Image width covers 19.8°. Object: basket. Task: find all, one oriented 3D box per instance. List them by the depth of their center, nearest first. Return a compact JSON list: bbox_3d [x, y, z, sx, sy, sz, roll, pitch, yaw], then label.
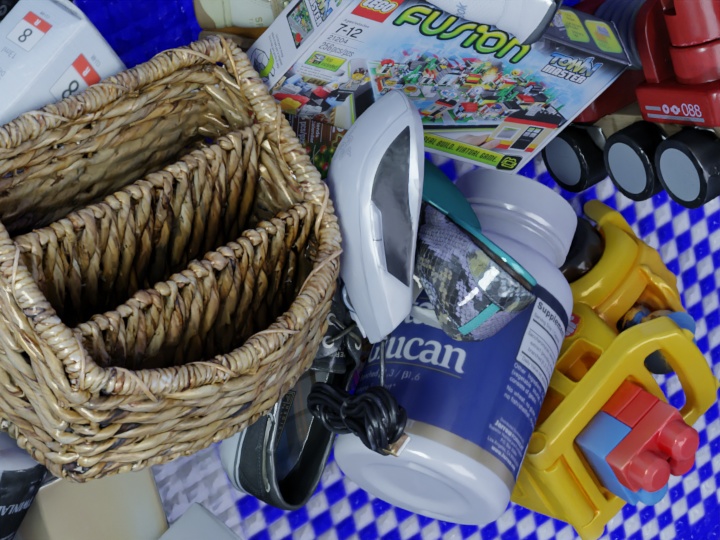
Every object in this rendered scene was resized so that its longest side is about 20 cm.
[{"bbox_3d":[-0.100,-0.003,1.054,0.200,0.143,0.149,-28,144,-40],"label":"basket"}]

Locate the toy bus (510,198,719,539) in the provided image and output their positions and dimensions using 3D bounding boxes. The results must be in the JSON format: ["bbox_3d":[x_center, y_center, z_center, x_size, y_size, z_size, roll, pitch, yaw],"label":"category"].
[{"bbox_3d":[0.163,0.073,1.348,0.200,0.192,0.136,-47,129,-15],"label":"toy bus"}]

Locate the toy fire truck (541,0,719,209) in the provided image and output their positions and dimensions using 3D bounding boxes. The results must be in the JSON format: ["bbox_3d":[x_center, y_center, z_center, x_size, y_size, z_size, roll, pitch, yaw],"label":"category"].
[{"bbox_3d":[0.163,-0.146,1.276,0.128,0.176,0.201,-27,110,-27],"label":"toy fire truck"}]

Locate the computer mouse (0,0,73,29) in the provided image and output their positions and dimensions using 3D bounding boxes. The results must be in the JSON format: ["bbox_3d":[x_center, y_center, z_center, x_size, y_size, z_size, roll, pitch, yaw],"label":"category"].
[{"bbox_3d":[-0.233,-0.091,1.053,0.140,0.046,0.201,5,115,-56],"label":"computer mouse"}]

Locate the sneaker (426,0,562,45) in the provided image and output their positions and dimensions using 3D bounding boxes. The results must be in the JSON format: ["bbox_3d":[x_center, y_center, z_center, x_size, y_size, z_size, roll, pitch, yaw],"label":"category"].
[{"bbox_3d":[0.080,-0.220,1.051,0.087,0.075,0.201,14,89,2],"label":"sneaker"}]

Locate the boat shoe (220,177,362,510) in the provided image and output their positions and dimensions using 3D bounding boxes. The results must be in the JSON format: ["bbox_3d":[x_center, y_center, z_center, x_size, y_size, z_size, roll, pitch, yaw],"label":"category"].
[{"bbox_3d":[-0.025,0.046,1.222,0.068,0.057,0.201,8,104,-40],"label":"boat shoe"}]

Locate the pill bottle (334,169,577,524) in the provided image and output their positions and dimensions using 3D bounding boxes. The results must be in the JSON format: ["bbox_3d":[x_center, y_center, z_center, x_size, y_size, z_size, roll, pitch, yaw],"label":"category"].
[{"bbox_3d":[0.066,0.043,1.265,0.111,0.111,0.201,42,60,-41],"label":"pill bottle"}]

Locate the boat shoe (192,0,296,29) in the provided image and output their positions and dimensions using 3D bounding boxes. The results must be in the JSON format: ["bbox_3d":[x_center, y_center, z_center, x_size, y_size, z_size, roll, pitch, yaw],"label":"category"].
[{"bbox_3d":[-0.060,-0.230,1.107,0.062,0.073,0.201,1,111,0],"label":"boat shoe"}]

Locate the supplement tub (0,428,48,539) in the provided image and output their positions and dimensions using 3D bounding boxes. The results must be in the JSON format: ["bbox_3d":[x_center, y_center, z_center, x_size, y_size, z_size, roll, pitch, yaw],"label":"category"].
[{"bbox_3d":[-0.255,0.149,1.079,0.122,0.123,0.201,16,111,-41],"label":"supplement tub"}]

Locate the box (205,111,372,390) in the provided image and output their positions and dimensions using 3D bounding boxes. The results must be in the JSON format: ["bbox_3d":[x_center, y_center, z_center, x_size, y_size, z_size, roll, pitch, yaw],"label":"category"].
[{"bbox_3d":[-0.040,-0.019,1.248,0.136,0.039,0.201,-8,113,-37],"label":"box"}]

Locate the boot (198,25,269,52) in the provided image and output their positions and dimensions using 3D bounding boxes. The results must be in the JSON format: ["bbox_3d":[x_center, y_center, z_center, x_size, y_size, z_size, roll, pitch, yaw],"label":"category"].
[{"bbox_3d":[0.000,-0.188,1.202,0.200,0.071,0.145,1,96,-31],"label":"boot"}]

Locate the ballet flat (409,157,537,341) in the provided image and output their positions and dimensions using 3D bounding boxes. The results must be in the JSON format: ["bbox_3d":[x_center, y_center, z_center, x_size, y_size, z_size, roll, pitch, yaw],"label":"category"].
[{"bbox_3d":[0.039,-0.012,1.173,0.072,0.200,0.072,-5,112,-12],"label":"ballet flat"}]

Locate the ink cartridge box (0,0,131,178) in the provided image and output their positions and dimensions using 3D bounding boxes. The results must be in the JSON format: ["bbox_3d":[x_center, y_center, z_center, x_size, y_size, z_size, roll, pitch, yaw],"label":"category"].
[{"bbox_3d":[-0.188,-0.028,1.085,0.200,0.050,0.162,-54,153,-11],"label":"ink cartridge box"}]

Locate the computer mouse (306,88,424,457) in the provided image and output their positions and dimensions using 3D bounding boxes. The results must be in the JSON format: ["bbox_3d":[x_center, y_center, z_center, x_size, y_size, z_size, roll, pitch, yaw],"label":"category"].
[{"bbox_3d":[0.000,0.000,1.133,0.044,0.110,0.201,0,99,-17],"label":"computer mouse"}]

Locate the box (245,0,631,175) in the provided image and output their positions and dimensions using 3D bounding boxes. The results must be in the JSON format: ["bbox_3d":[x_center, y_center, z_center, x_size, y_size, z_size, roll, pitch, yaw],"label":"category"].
[{"bbox_3d":[0.044,-0.117,1.155,0.199,0.035,0.110,12,137,-39],"label":"box"}]

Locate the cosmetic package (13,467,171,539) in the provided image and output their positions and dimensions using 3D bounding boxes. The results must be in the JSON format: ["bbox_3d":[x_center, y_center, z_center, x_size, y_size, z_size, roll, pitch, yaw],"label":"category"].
[{"bbox_3d":[-0.155,0.169,1.194,0.071,0.105,0.201,-28,122,-24],"label":"cosmetic package"}]

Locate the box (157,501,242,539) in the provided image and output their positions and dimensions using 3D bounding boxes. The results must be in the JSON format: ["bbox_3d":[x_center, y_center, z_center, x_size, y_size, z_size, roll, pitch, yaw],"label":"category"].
[{"bbox_3d":[-0.106,0.251,1.135,0.200,0.097,0.125,-46,128,-10],"label":"box"}]
